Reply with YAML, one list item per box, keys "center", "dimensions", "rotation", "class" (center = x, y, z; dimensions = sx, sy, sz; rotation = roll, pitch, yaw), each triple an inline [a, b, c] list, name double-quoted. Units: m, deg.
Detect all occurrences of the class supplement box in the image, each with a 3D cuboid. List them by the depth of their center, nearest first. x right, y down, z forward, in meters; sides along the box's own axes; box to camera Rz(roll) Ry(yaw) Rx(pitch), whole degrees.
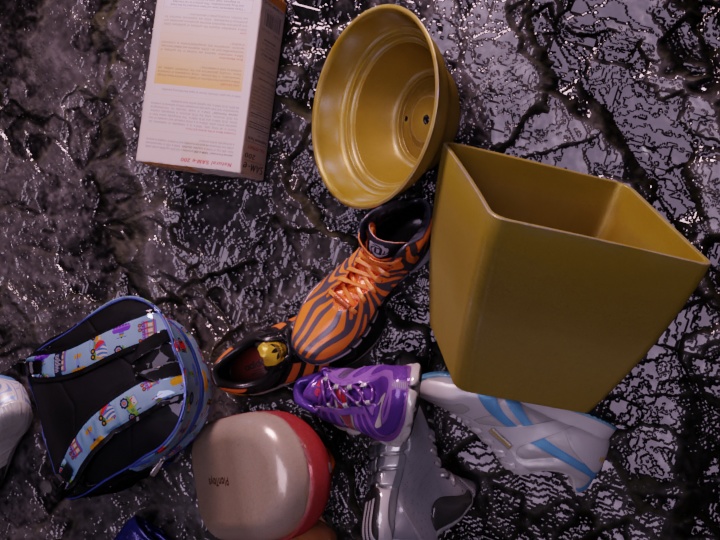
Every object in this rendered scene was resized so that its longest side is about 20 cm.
- center: [-0.161, -0.205, 1.121]
  dimensions: [0.125, 0.073, 0.201]
  rotation: [9, 91, 16]
  class: "supplement box"

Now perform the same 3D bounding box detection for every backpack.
- center: [-0.239, 0.125, 1.083]
  dimensions: [0.200, 0.134, 0.183]
  rotation: [-32, 69, 25]
  class: "backpack"

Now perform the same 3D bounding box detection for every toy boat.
- center: [-0.084, 0.209, 1.069]
  dimensions: [0.200, 0.130, 0.131]
  rotation: [-20, 77, 57]
  class: "toy boat"

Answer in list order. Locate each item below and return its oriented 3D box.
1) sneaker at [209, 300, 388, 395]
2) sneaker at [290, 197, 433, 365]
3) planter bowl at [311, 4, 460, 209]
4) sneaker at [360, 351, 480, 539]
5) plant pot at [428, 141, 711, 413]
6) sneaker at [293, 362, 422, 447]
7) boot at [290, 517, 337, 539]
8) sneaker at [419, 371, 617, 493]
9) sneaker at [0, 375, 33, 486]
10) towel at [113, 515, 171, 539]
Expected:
- center: [-0.065, 0.082, 1.078]
  dimensions: [0.199, 0.090, 0.070]
  rotation: [-25, 82, 15]
  class: "sneaker"
- center: [0.000, 0.000, 1.017]
  dimensions: [0.077, 0.112, 0.200]
  rotation: [36, 75, 13]
  class: "sneaker"
- center: [0.041, -0.158, 1.037]
  dimensions: [0.200, 0.083, 0.202]
  rotation: [-9, 79, 52]
  class: "planter bowl"
- center: [0.070, 0.190, 1.058]
  dimensions: [0.115, 0.075, 0.201]
  rotation: [13, 74, -12]
  class: "sneaker"
- center: [0.162, 0.014, 0.943]
  dimensions: [0.199, 0.200, 0.177]
  rotation: [11, 112, -13]
  class: "plant pot"
- center: [-0.008, 0.128, 1.010]
  dimensions: [0.083, 0.200, 0.081]
  rotation: [17, 72, -26]
  class: "sneaker"
- center: [-0.097, 0.336, 1.036]
  dimensions: [0.074, 0.155, 0.200]
  rotation: [37, 92, -17]
  class: "boot"
- center: [0.145, 0.153, 1.012]
  dimensions: [0.199, 0.077, 0.081]
  rotation: [19, 91, 7]
  class: "sneaker"
- center: [-0.447, 0.210, 1.209]
  dimensions: [0.200, 0.072, 0.073]
  rotation: [-54, 42, 15]
  class: "sneaker"
- center: [-0.259, 0.393, 1.155]
  dimensions: [0.148, 0.050, 0.200]
  rotation: [43, 99, 16]
  class: "towel"
